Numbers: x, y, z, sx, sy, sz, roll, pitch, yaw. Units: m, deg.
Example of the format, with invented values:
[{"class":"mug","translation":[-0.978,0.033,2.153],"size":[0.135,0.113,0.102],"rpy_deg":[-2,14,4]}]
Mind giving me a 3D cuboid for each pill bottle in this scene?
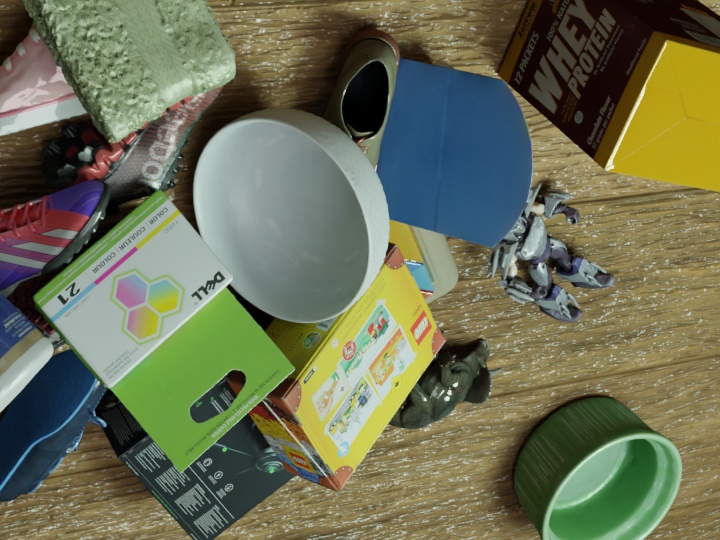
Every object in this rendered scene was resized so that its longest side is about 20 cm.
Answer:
[{"class":"pill bottle","translation":[-0.363,0.036,1.313],"size":[0.200,0.111,0.111],"rpy_deg":[45,95,-3]}]

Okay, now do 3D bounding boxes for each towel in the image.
[{"class":"towel","translation":[-0.196,-0.218,1.266],"size":[0.148,0.036,0.202],"rpy_deg":[-32,102,-27]}]

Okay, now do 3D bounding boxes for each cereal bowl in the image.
[{"class":"cereal bowl","translation":[-0.054,-0.059,1.452],"size":[0.083,0.198,0.202],"rpy_deg":[-39,143,-49]}]

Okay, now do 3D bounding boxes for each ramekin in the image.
[{"class":"ramekin","translation":[0.283,0.252,1.913],"size":[0.198,0.098,0.202],"rpy_deg":[-16,128,-21]}]

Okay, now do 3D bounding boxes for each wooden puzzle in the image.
[{"class":"wooden puzzle","translation":[0.000,0.000,1.609],"size":[0.199,0.037,0.186],"rpy_deg":[-33,132,-8]}]

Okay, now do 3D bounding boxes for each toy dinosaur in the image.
[{"class":"toy dinosaur","translation":[0.072,0.134,1.721],"size":[0.199,0.077,0.103],"rpy_deg":[-32,125,-12]}]

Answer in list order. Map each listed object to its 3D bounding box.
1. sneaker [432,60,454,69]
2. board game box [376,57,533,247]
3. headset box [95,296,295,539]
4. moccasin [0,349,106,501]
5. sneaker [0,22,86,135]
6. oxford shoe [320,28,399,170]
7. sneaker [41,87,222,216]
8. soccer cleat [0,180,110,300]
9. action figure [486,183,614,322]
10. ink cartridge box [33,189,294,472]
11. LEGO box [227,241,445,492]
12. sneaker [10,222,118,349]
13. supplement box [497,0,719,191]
[{"class":"sneaker","translation":[0.093,-0.113,1.556],"size":[0.084,0.073,0.201],"rpy_deg":[-39,134,-15]},{"class":"board game box","translation":[0.086,-0.117,1.494],"size":[0.039,0.198,0.160],"rpy_deg":[-21,121,-52]},{"class":"headset box","translation":[-0.138,0.151,1.593],"size":[0.199,0.093,0.175],"rpy_deg":[-37,132,-3]},{"class":"moccasin","translation":[-0.300,0.144,1.515],"size":[0.200,0.081,0.068],"rpy_deg":[-43,149,25]},{"class":"sneaker","translation":[-0.271,-0.173,1.310],"size":[0.198,0.075,0.106],"rpy_deg":[-15,101,0]},{"class":"oxford shoe","translation":[-0.012,-0.123,1.479],"size":[0.070,0.075,0.202],"rpy_deg":[11,114,-4]},{"class":"sneaker","translation":[-0.183,-0.123,1.391],"size":[0.200,0.071,0.098],"rpy_deg":[-40,132,2]},{"class":"soccer cleat","translation":[-0.299,-0.028,1.357],"size":[0.199,0.069,0.073],"rpy_deg":[-31,120,28]},{"class":"action figure","translation":[0.198,-0.017,1.689],"size":[0.131,0.069,0.200],"rpy_deg":[-59,141,-7]},{"class":"ink cartridge box","translation":[-0.167,0.055,1.376],"size":[0.148,0.076,0.200],"rpy_deg":[-41,93,-11]},{"class":"LEGO box","translation":[-0.018,0.087,1.535],"size":[0.201,0.077,0.150],"rpy_deg":[-52,137,-25]},{"class":"sneaker","translation":[-0.250,0.034,1.455],"size":[0.199,0.081,0.075],"rpy_deg":[-32,134,-8]},{"class":"supplement box","translation":[0.281,-0.190,1.534],"size":[0.195,0.200,0.134],"rpy_deg":[7,118,-34]}]
